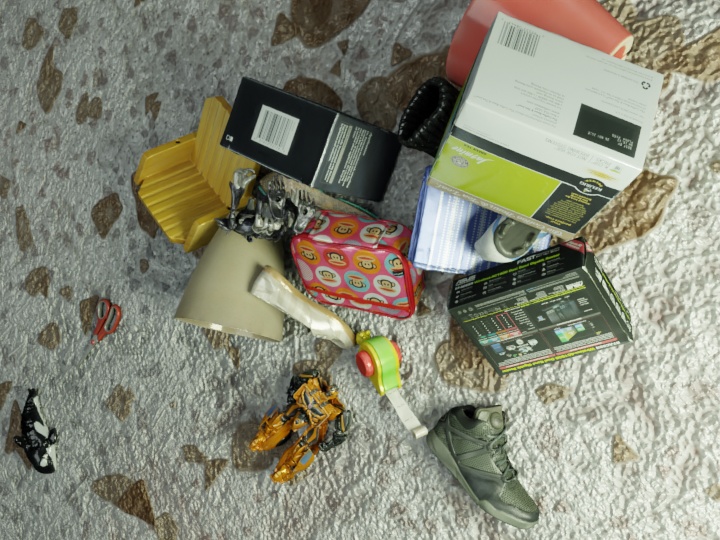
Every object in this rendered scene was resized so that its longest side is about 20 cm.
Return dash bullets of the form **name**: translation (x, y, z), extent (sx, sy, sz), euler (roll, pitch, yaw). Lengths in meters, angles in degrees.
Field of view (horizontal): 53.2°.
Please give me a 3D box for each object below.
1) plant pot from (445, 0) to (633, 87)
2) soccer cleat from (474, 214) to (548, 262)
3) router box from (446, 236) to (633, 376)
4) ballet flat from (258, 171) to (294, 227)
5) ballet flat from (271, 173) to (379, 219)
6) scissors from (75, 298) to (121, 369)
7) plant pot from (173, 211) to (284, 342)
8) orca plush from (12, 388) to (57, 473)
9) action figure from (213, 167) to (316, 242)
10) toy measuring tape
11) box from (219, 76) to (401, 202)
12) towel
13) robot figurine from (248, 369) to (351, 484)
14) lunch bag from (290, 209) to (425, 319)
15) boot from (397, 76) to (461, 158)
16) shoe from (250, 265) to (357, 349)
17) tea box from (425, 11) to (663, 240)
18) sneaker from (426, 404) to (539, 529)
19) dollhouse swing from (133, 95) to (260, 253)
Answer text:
- **plant pot**: translation (0.240, -0.290, 0.943), extent (0.177, 0.200, 0.201), euler (39, 111, 16)
- **soccer cleat**: translation (0.236, -0.077, 0.972), extent (0.070, 0.200, 0.086), euler (60, 159, -5)
- **router box**: translation (0.239, 0.054, 0.963), extent (0.200, 0.062, 0.150), euler (-20, 124, 31)
- **ballet flat**: translation (-0.099, -0.102, 1.228), extent (0.065, 0.070, 0.200), euler (-43, 72, 8)
- **ballet flat**: translation (-0.062, -0.093, 1.171), extent (0.200, 0.068, 0.067), euler (28, 73, 9)
- **scissors**: translation (-0.571, 0.152, 1.559), extent (0.073, 0.014, 0.200), euler (34, 107, 26)
- **plant pot**: translation (-0.205, 0.007, 1.243), extent (0.187, 0.187, 0.201), euler (7, 79, 32)
- **orca plush**: translation (-0.754, 0.371, 1.644), extent (0.105, 0.071, 0.201), euler (-9, 85, 32)
- **action figure**: translation (-0.145, -0.096, 1.103), extent (0.200, 0.119, 0.102), euler (-7, 69, 56)
- **toy measuring tape**: translation (0.047, 0.165, 1.118), extent (0.074, 0.073, 0.200), euler (-51, 53, 22)
- **box**: translation (-0.073, -0.202, 1.126), extent (0.196, 0.200, 0.118), euler (28, 102, 29)
- **towel**: translation (0.172, -0.062, 1.008), extent (0.199, 0.024, 0.145), euler (8, 96, -11)
- **robot figurine**: translation (-0.103, 0.268, 1.234), extent (0.145, 0.058, 0.200), euler (48, 114, 22)
- **lunch bag**: translation (0.000, 0.000, 1.119), extent (0.200, 0.082, 0.176), euler (11, 138, 24)
- **boot**: translation (0.117, -0.156, 1.027), extent (0.079, 0.158, 0.212), euler (22, 101, 43)
- **shoe**: translation (-0.092, 0.072, 1.176), extent (0.200, 0.070, 0.053), euler (39, 74, -12)
- **tea box**: translation (0.205, -0.159, 0.841), extent (0.200, 0.197, 0.134), euler (22, 68, -1)
- **sneaker**: translation (0.193, 0.271, 1.036), extent (0.199, 0.076, 0.114), euler (46, 120, 29)
- **dollhouse swing**: translation (-0.292, -0.180, 1.279), extent (0.200, 0.182, 0.176), euler (51, 152, 22)
